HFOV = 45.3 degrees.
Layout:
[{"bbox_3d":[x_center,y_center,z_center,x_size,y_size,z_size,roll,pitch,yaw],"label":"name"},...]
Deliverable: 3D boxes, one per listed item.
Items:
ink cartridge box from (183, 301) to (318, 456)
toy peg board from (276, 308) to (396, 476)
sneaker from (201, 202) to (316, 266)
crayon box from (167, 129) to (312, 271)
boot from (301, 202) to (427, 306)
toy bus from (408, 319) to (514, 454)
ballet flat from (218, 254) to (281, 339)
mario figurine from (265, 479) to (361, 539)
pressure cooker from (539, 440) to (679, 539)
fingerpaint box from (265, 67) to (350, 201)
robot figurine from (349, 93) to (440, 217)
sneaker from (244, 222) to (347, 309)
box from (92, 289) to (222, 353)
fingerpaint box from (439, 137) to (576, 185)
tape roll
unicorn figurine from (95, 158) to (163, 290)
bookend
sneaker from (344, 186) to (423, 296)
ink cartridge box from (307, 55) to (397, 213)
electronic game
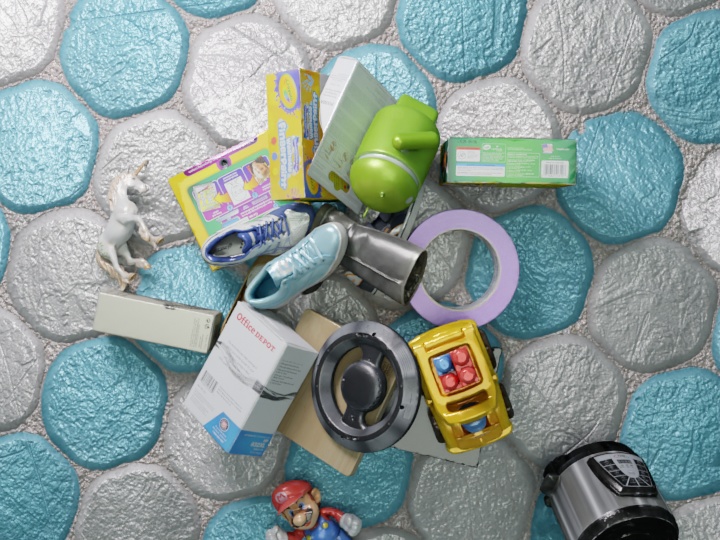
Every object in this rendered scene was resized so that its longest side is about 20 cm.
[{"bbox_3d":[-0.178,0.175,1.397,0.145,0.084,0.201,36,99,41],"label":"ink cartridge box"},{"bbox_3d":[-0.034,0.198,1.422,0.198,0.098,0.201,27,94,27],"label":"toy peg board"},{"bbox_3d":[-0.162,-0.050,1.398,0.199,0.088,0.076,-24,96,-1],"label":"sneaker"},{"bbox_3d":[-0.197,-0.119,1.465,0.199,0.058,0.173,-26,94,1],"label":"crayon box"},{"bbox_3d":[-0.001,0.002,1.401,0.199,0.073,0.183,28,121,17],"label":"boot"},{"bbox_3d":[0.156,0.178,1.311,0.135,0.192,0.201,-20,84,1],"label":"toy bus"},{"bbox_3d":[-0.180,0.052,1.467,0.068,0.063,0.201,26,91,3],"label":"ballet flat"},{"bbox_3d":[-0.077,0.442,1.452,0.200,0.106,0.123,50,57,-8],"label":"mario figurine"},{"bbox_3d":[0.397,0.378,1.406,0.178,0.200,0.176,-31,123,11],"label":"pressure cooker"},{"bbox_3d":[-0.074,-0.213,1.404,0.073,0.166,0.202,-2,92,33],"label":"fingerpaint box"},{"bbox_3d":[0.054,-0.178,1.361,0.115,0.175,0.201,28,63,-7],"label":"robot figurine"},{"bbox_3d":[-0.104,-0.001,1.368,0.200,0.082,0.074,-44,76,20],"label":"sneaker"},{"bbox_3d":[-0.341,0.085,1.462,0.199,0.082,0.069,12,92,-1],"label":"box"},{"bbox_3d":[0.233,-0.173,1.397,0.198,0.167,0.074,1,93,1],"label":"fingerpaint box"},{"bbox_3d":[0.165,-0.002,1.461,0.199,0.066,0.202,0,91,1],"label":"tape roll"},{"bbox_3d":[-0.393,-0.075,1.455,0.137,0.074,0.200,41,100,19],"label":"unicorn figurine"},{"bbox_3d":[0.119,0.207,1.453,0.199,0.092,0.200,12,87,4],"label":"bookend"},{"bbox_3d":[0.038,-0.061,1.454,0.079,0.078,0.201,23,93,-5],"label":"sneaker"},{"bbox_3d":[-0.018,-0.218,1.401,0.057,0.162,0.201,23,83,38],"label":"ink cartridge box"},{"bbox_3d":[0.006,0.178,1.326,0.199,0.042,0.202,-4,83,34],"label":"electronic game"}]
